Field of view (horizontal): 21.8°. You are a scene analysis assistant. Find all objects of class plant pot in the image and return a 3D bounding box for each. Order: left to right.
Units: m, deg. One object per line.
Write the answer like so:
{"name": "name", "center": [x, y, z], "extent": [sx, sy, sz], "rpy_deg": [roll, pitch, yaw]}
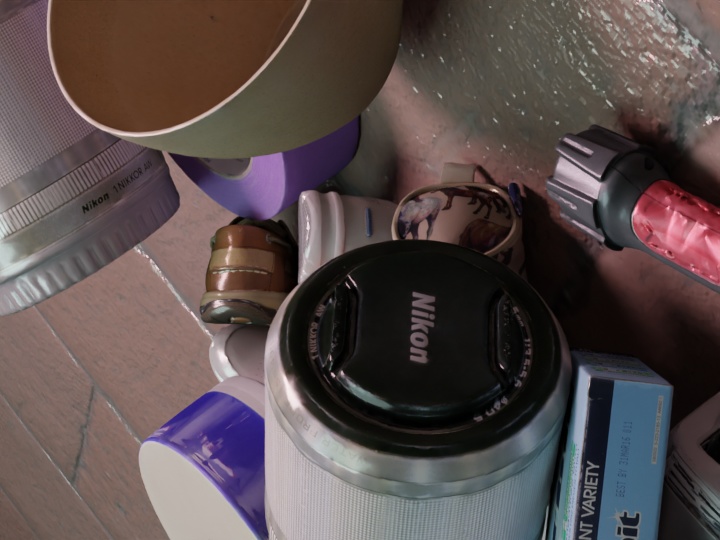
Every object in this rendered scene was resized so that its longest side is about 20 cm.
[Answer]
{"name": "plant pot", "center": [-0.052, -0.143, 1.015], "extent": [0.200, 0.202, 0.134], "rpy_deg": [32, -177, 42]}

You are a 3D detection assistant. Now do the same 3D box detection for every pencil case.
{"name": "pencil case", "center": [0.072, 0.037, 1.115], "extent": [0.077, 0.090, 0.201], "rpy_deg": [7, 134, 23]}

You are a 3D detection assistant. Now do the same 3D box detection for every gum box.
{"name": "gum box", "center": [0.122, 0.133, 0.967], "extent": [0.200, 0.044, 0.172], "rpy_deg": [-24, -60, -87]}

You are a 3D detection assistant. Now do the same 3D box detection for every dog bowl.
{"name": "dog bowl", "center": [-0.064, 0.176, 1.279], "extent": [0.200, 0.079, 0.201], "rpy_deg": [43, 153, 28]}

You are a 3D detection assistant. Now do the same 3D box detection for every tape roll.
{"name": "tape roll", "center": [-0.089, -0.134, 1.210], "extent": [0.200, 0.065, 0.201], "rpy_deg": [42, 153, 26]}

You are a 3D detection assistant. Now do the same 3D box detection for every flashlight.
{"name": "flashlight", "center": [0.169, -0.014, 0.876], "extent": [0.199, 0.067, 0.068], "rpy_deg": [34, 123, 42]}

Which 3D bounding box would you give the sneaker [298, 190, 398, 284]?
{"name": "sneaker", "center": [0.000, 0.000, 1.207], "extent": [0.200, 0.081, 0.076], "rpy_deg": [100, 171, -81]}

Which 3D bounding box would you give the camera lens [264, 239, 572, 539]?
{"name": "camera lens", "center": [0.027, 0.096, 1.009], "extent": [0.160, 0.159, 0.201], "rpy_deg": [40, 147, 30]}

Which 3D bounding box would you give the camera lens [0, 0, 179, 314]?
{"name": "camera lens", "center": [-0.230, -0.094, 1.233], "extent": [0.201, 0.159, 0.160], "rpy_deg": [61, 156, -12]}

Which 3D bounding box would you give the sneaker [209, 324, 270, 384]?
{"name": "sneaker", "center": [-0.011, 0.078, 1.308], "extent": [0.198, 0.075, 0.100], "rpy_deg": [25, 144, 6]}

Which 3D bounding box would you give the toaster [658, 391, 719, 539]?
{"name": "toaster", "center": [0.217, 0.141, 0.933], "extent": [0.200, 0.113, 0.130], "rpy_deg": [44, 151, 35]}

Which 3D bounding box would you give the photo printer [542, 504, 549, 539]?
{"name": "photo printer", "center": [0.175, 0.214, 1.107], "extent": [0.199, 0.069, 0.168], "rpy_deg": [9, 108, 56]}

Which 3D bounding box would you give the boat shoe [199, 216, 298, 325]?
{"name": "boat shoe", "center": [-0.065, -0.001, 1.293], "extent": [0.200, 0.075, 0.075], "rpy_deg": [5, -96, -87]}
